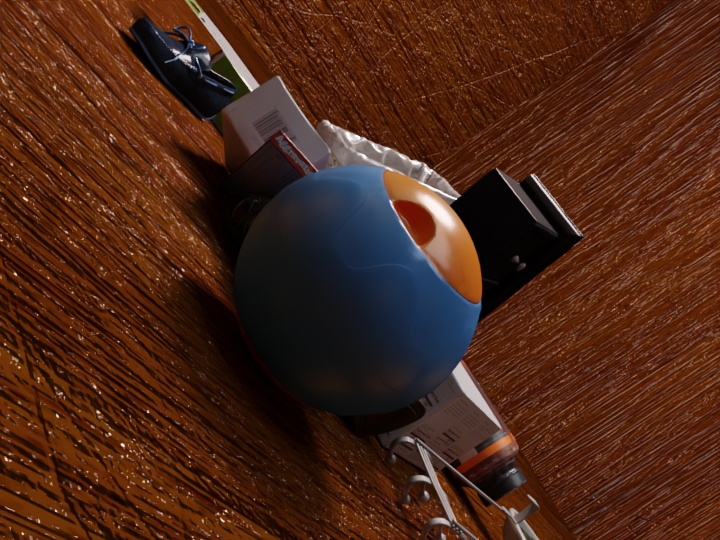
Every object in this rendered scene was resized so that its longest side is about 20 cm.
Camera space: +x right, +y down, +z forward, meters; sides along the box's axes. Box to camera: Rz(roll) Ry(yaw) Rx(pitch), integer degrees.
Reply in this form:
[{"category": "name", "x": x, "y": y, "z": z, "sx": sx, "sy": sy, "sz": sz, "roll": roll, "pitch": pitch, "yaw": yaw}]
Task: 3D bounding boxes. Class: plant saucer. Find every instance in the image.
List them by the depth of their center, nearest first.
[{"category": "plant saucer", "x": 0.244, "y": 0.426, "z": 1.361, "sx": 0.200, "sy": 0.050, "sz": 0.200, "roll": 55, "pitch": 5, "yaw": -8}]

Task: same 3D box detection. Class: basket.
[{"category": "basket", "x": 0.015, "y": -0.085, "z": 1.374, "sx": 0.199, "sy": 0.161, "sz": 0.198, "roll": 21, "pitch": 14, "yaw": -20}]

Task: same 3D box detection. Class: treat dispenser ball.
[{"category": "treat dispenser ball", "x": -0.002, "y": 0.016, "z": 0.797, "sx": 0.201, "sy": 0.201, "sz": 0.201, "roll": 55, "pitch": 5, "yaw": -8}]

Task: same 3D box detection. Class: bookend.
[{"category": "bookend", "x": 0.099, "y": -0.020, "z": 0.999, "sx": 0.092, "sy": 0.200, "sz": 0.199, "roll": 56, "pitch": 17, "yaw": 22}]

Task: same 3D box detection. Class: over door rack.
[{"category": "over door rack", "x": 0.117, "y": 0.265, "z": 1.008, "sx": 0.200, "sy": 0.067, "sz": 0.148, "roll": 30, "pitch": 16, "yaw": -24}]

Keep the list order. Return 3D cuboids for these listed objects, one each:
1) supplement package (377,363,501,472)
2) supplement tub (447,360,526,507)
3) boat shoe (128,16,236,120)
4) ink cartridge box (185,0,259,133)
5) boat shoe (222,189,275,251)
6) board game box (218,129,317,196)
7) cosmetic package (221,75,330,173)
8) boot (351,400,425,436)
[{"category": "supplement package", "x": 0.066, "y": 0.136, "z": 1.186, "sx": 0.156, "sy": 0.111, "sz": 0.200, "roll": 59, "pitch": 5, "yaw": 28}, {"category": "supplement tub", "x": 0.154, "y": 0.234, "z": 1.415, "sx": 0.200, "sy": 0.107, "sz": 0.107, "roll": 57, "pitch": 5, "yaw": 15}, {"category": "boat shoe", "x": -0.224, "y": -0.270, "z": 1.261, "sx": 0.084, "sy": 0.069, "sz": 0.200, "roll": 58, "pitch": 6, "yaw": 21}, {"category": "ink cartridge box", "x": -0.225, "y": -0.307, "z": 1.454, "sx": 0.200, "sy": 0.076, "sz": 0.148, "roll": 53, "pitch": 6, "yaw": -16}, {"category": "boat shoe", "x": -0.100, "y": -0.040, "z": 0.972, "sx": 0.065, "sy": 0.073, "sz": 0.200, "roll": 39, "pitch": -7, "yaw": -20}, {"category": "board game box", "x": -0.086, "y": -0.079, "z": 1.048, "sx": 0.103, "sy": 0.019, "sz": 0.200, "roll": 49, "pitch": -22, "yaw": -9}, {"category": "cosmetic package", "x": -0.103, "y": -0.132, "z": 1.176, "sx": 0.113, "sy": 0.081, "sz": 0.200, "roll": 56, "pitch": -11, "yaw": 5}, {"category": "boot", "x": -0.006, "y": 0.074, "z": 0.995, "sx": 0.200, "sy": 0.073, "sz": 0.155, "roll": 47, "pitch": 19, "yaw": -55}]
